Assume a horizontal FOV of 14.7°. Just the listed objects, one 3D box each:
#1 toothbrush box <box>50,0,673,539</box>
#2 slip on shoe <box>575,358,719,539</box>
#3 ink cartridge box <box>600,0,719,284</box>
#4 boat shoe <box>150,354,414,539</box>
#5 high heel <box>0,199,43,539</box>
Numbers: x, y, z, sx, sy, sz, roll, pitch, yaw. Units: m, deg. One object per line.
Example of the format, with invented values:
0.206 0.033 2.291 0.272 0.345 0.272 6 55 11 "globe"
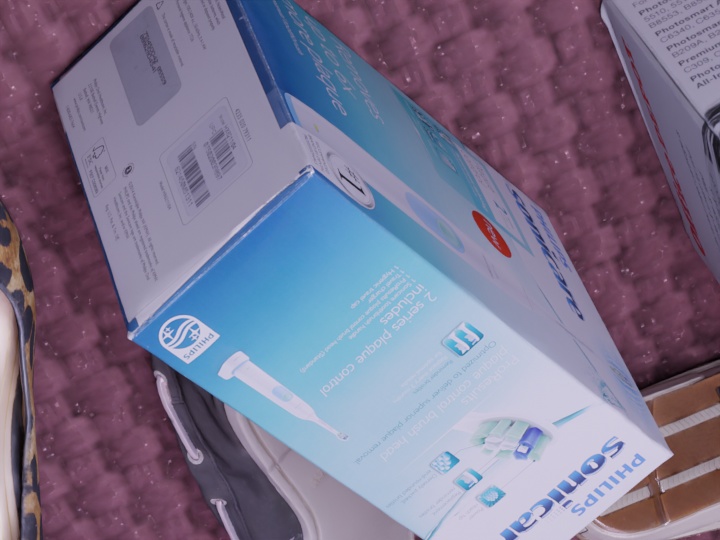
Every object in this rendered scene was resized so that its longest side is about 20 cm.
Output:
0.000 0.000 0.968 0.085 0.147 0.200 -40 128 14 "toothbrush box"
0.167 0.069 1.141 0.199 0.076 0.061 -18 171 -16 "slip on shoe"
0.173 -0.018 0.980 0.084 0.200 0.146 -27 131 -1 "ink cartridge box"
-0.029 0.080 1.089 0.067 0.057 0.201 -46 140 -24 "boat shoe"
-0.138 0.056 0.965 0.071 0.143 0.201 -8 129 -13 "high heel"
